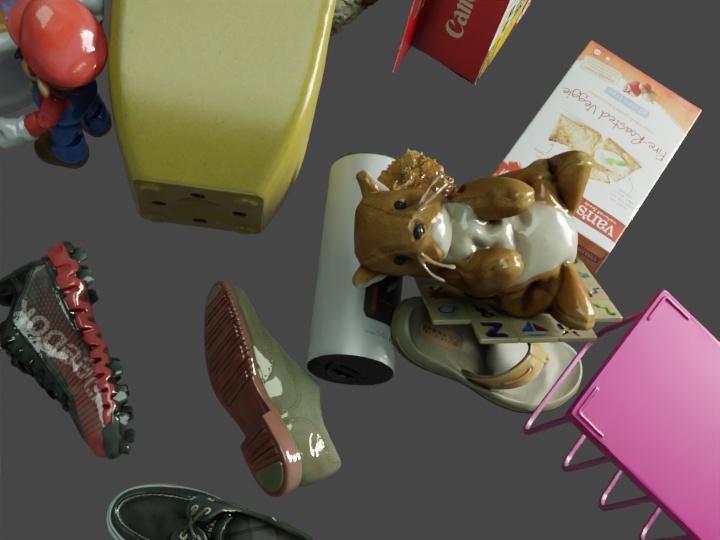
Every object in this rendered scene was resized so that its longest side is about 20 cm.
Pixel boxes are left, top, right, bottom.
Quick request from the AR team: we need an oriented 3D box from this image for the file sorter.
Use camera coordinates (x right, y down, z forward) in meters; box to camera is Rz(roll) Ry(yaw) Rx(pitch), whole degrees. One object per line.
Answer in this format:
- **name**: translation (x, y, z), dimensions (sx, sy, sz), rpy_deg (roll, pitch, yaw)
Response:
- **file sorter**: translation (0.259, 0.148, 0.963), dimensions (0.200, 0.125, 0.139), rpy_deg (44, 67, -2)

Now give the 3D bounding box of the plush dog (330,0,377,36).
- **plush dog**: translation (-0.060, -0.315, 1.149), dimensions (0.199, 0.160, 0.173), rpy_deg (-24, 85, 12)

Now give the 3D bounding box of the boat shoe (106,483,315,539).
- **boat shoe**: translation (-0.114, 0.214, 0.925), dimensions (0.198, 0.057, 0.069), rpy_deg (14, 64, 8)

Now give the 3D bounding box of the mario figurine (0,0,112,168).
- **mario figurine**: translation (-0.273, -0.178, 1.004), dimensions (0.105, 0.200, 0.125), rpy_deg (-3, 66, -10)

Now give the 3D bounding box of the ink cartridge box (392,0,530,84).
- **ink cartridge box**: translation (0.120, -0.282, 1.105), dimensions (0.083, 0.200, 0.176), rpy_deg (32, 66, 6)

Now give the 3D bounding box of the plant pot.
- **plant pot**: translation (-0.130, -0.147, 1.023), dimensions (0.192, 0.196, 0.202), rpy_deg (7, 74, -5)

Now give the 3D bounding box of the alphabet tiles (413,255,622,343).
- **alphabet tiles**: translation (0.132, 0.014, 1.014), dimensions (0.165, 0.006, 0.200), rpy_deg (-1, 26, -8)

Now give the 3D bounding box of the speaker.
- **speaker**: translation (0.000, 0.000, 1.033), dimensions (0.080, 0.081, 0.202), rpy_deg (9, 65, -4)

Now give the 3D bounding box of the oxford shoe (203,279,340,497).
- **oxford shoe**: translation (-0.080, 0.098, 0.996), dimensions (0.073, 0.071, 0.201), rpy_deg (-6, 65, -38)

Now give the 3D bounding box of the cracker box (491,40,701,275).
- **cracker box**: translation (0.228, -0.114, 1.126), dimensions (0.133, 0.058, 0.201), rpy_deg (34, 67, 8)

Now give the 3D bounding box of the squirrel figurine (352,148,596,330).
- **squirrel figurine**: translation (0.072, -0.030, 0.943), dimensions (0.185, 0.200, 0.143), rpy_deg (-3, 99, -21)

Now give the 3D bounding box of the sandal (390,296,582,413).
- **sandal**: translation (0.120, 0.071, 1.008), dimensions (0.199, 0.054, 0.081), rpy_deg (22, 61, -23)

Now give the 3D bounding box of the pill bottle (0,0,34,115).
- **pill bottle**: translation (-0.369, -0.254, 1.072), dimensions (0.111, 0.112, 0.201), rpy_deg (-25, 72, -17)

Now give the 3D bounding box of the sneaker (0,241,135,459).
- **sneaker**: translation (-0.255, 0.075, 0.968), dimensions (0.097, 0.071, 0.202), rpy_deg (-19, 68, -16)
